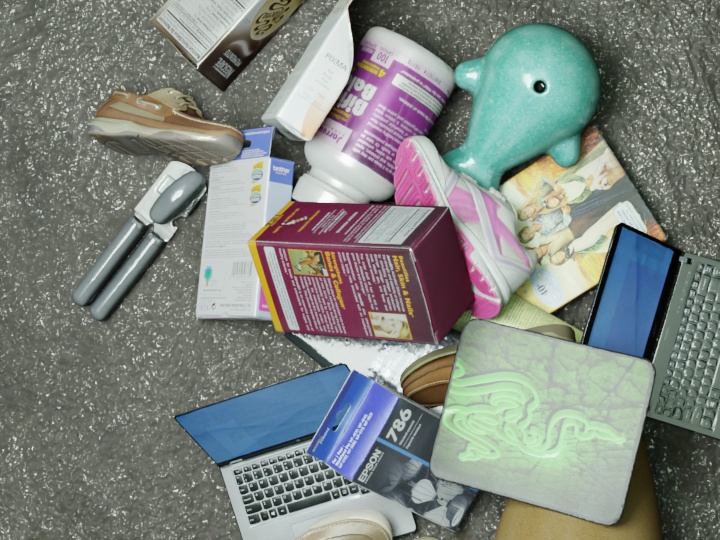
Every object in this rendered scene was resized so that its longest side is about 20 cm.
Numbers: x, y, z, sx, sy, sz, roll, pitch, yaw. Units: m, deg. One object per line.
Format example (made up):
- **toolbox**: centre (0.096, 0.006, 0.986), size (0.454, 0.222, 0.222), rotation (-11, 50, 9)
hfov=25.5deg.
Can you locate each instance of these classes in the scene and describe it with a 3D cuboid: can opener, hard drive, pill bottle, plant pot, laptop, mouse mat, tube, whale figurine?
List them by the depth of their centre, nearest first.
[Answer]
- **mouse mat**: centre (0.172, 0.143, 1.525), size (0.198, 0.008, 0.163), rotation (12, 86, 24)
- **plant pot**: centre (0.219, 0.239, 1.583), size (0.184, 0.187, 0.202), rotation (4, 71, 10)
- **laptop**: centre (0.329, 0.067, 1.605), size (0.198, 0.103, 0.179), rotation (17, 88, 11)
- **whale figurine**: centre (0.160, -0.158, 1.630), size (0.159, 0.104, 0.200), rotation (39, 97, -1)
- **laptop**: centre (-0.063, 0.209, 1.635), size (0.186, 0.116, 0.202), rotation (-18, 91, 10)
- **tube**: centre (0.152, 0.052, 1.636), size (0.199, 0.058, 0.052), rotation (26, 123, 7)
- **pill bottle**: centre (0.009, -0.144, 1.676), size (0.112, 0.112, 0.201), rotation (29, 89, 11)
- **hard drive**: centre (0.036, 0.073, 1.690), size (0.199, 0.033, 0.140), rotation (38, 92, 11)
- **can opener**: centre (-0.243, -0.036, 1.736), size (0.053, 0.066, 0.201), rotation (39, 96, 10)

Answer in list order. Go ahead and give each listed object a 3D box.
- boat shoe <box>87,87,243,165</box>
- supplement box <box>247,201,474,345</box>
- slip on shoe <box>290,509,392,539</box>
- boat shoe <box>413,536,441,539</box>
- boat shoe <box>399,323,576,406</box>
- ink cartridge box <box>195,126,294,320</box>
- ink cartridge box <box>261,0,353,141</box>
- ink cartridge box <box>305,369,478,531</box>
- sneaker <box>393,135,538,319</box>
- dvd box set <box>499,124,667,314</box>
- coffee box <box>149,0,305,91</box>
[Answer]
- **boat shoe**: centre (-0.208, -0.163, 1.716), size (0.198, 0.076, 0.072), rotation (11, 75, 30)
- **supplement box**: centre (0.000, 0.000, 1.589), size (0.198, 0.086, 0.111), rotation (3, 124, 34)
- **slip on shoe**: centre (-0.059, 0.309, 1.653), size (0.198, 0.061, 0.077), rotation (-17, 120, 9)
- **boat shoe**: centre (0.012, 0.351, 1.645), size (0.074, 0.073, 0.200), rotation (44, 92, 11)
- **boat shoe**: centre (0.124, 0.111, 1.588), size (0.199, 0.072, 0.069), rotation (-20, 61, 32)
- **ink cartridge box**: centre (-0.122, -0.048, 1.693), size (0.119, 0.042, 0.202), rotation (-1, 84, 53)
- **ink cartridge box**: centre (-0.026, -0.228, 1.666), size (0.050, 0.162, 0.201), rotation (36, 89, -10)
- **ink cartridge box**: centre (0.046, 0.184, 1.610), size (0.100, 0.199, 0.039), rotation (-60, 34, 1)
- **sneaker**: centre (0.107, -0.053, 1.621), size (0.088, 0.081, 0.201), rotation (-28, 85, -29)
- **dvd box set**: centre (0.200, -0.039, 1.674), size (0.199, 0.029, 0.147), rotation (-32, 80, 5)
- **coffee box**: centre (-0.120, -0.301, 1.714), size (0.080, 0.113, 0.200), rotation (44, 93, 11)
